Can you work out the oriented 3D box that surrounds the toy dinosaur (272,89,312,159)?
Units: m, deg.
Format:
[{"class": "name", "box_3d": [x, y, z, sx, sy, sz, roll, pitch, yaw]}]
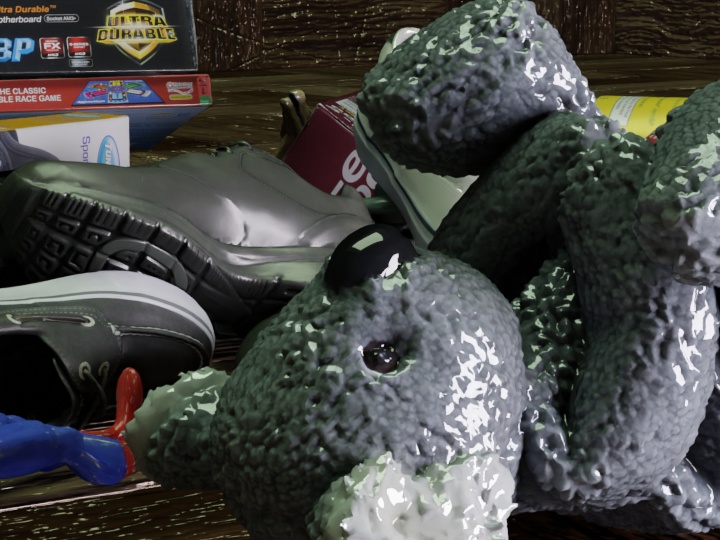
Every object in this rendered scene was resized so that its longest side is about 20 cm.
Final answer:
[{"class": "toy dinosaur", "box_3d": [-0.079, -0.023, 1.469, 0.101, 0.058, 0.200, -31, -12, -40]}]

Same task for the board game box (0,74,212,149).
[{"class": "board game box", "box_3d": [-0.187, -0.079, 1.302, 0.199, 0.020, 0.103, -3, -10, -24]}]

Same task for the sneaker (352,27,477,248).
[{"class": "sneaker", "box_3d": [0.051, -0.049, 1.186, 0.073, 0.071, 0.200, -12, 36, -26]}]

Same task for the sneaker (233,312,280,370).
[{"class": "sneaker", "box_3d": [0.010, 0.038, 1.080, 0.199, 0.060, 0.104, 0, 7, -37]}]

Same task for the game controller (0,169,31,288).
[{"class": "game controller", "box_3d": [-0.197, 0.012, 1.097, 0.042, 0.105, 0.200, 33, 24, 27]}]

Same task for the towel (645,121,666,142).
[{"class": "towel", "box_3d": [0.149, -0.024, 1.192, 0.200, 0.023, 0.145, -38, 26, -10]}]

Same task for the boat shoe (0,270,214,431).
[{"class": "boat shoe", "box_3d": [-0.138, 0.041, 1.046, 0.199, 0.070, 0.066, 8, 30, -40]}]

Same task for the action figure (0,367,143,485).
[{"class": "action figure", "box_3d": [-0.148, 0.041, 0.930, 0.065, 0.099, 0.200, 6, 12, 43]}]

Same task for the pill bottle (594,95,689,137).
[{"class": "pill bottle", "box_3d": [0.212, -0.045, 1.454, 0.199, 0.112, 0.111, 2, 8, 21]}]

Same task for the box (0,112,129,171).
[{"class": "box", "box_3d": [-0.170, -0.011, 1.205, 0.041, 0.120, 0.200, 6, 11, 35]}]

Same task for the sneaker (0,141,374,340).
[{"class": "sneaker", "box_3d": [-0.075, -0.019, 1.143, 0.199, 0.091, 0.076, 17, -43, -32]}]

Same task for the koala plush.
[{"class": "koala plush", "box_3d": [0.035, 0.039, 0.828, 0.200, 0.184, 0.177, -30, 35, -30]}]

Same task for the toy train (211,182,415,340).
[{"class": "toy train", "box_3d": [0.000, 0.000, 1.278, 0.199, 0.086, 0.114, -4, -1, -28]}]

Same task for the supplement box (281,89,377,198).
[{"class": "supplement box", "box_3d": [-0.010, -0.043, 1.431, 0.061, 0.109, 0.200, 37, 14, 5]}]

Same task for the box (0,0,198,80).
[{"class": "box", "box_3d": [-0.205, -0.105, 1.339, 0.199, 0.046, 0.159, -4, -9, -24]}]
